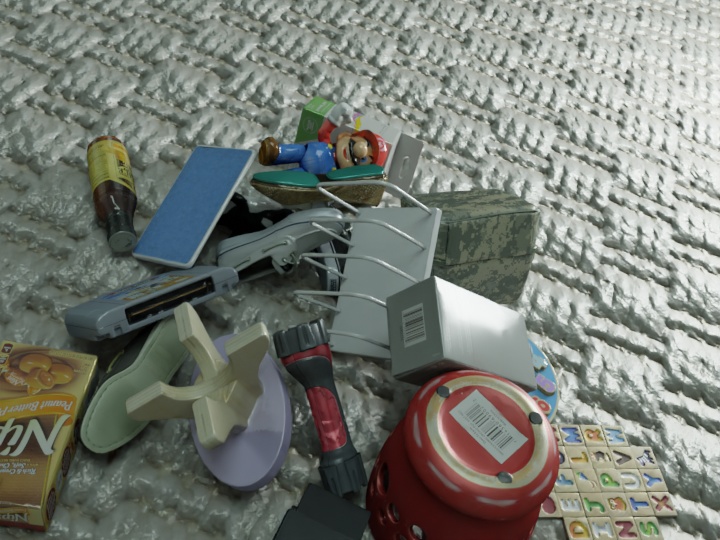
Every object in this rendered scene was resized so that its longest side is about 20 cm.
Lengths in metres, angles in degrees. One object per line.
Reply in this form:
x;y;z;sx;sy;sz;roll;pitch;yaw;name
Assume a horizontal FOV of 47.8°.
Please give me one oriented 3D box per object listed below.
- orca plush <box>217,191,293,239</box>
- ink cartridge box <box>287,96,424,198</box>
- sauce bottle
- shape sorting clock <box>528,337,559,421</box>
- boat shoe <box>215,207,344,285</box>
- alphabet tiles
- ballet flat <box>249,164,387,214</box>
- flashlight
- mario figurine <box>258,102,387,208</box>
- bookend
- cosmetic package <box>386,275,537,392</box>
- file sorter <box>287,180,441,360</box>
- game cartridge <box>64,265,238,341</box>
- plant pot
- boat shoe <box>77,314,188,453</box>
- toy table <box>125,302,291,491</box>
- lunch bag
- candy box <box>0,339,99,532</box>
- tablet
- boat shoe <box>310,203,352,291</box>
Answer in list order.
-0.195;-0.074;1.196;0.196;0.105;0.073;15;81;9;orca plush
-0.008;-0.185;1.314;0.196;0.119;0.068;22;31;6;ink cartridge box
-0.360;-0.112;1.189;0.065;0.067;0.202;-7;52;-21;sauce bottle
0.182;0.142;1.117;0.195;0.040;0.203;8;45;-8;shape sorting clock
-0.110;-0.025;1.142;0.196;0.074;0.068;-19;61;17;boat shoe
0.306;0.273;1.052;0.195;0.006;0.169;3;47;-13;alphabet tiles
-0.056;-0.106;1.136;0.195;0.067;0.071;-4;27;-11;ballet flat
-0.046;0.161;0.947;0.066;0.068;0.204;-14;85;-21;flashlight
-0.045;-0.170;1.195;0.196;0.126;0.106;-14;39;-25;mario figurine
-0.055;0.287;0.798;0.090;0.202;0.200;22;46;7;bookend
0.127;0.091;1.000;0.198;0.089;0.109;26;50;-43;cosmetic package
0.000;0.000;1.043;0.137;0.124;0.205;3;76;39;file sorter
-0.269;0.037;1.037;0.198;0.042;0.132;-23;19;-37;game cartridge
0.114;0.231;0.916;0.195;0.185;0.203;6;47;-7;plant pot
-0.275;0.137;0.980;0.072;0.060;0.203;52;46;-22;boat shoe
-0.161;0.139;0.930;0.183;0.117;0.201;-38;51;0;toy table
0.147;-0.020;1.174;0.196;0.172;0.139;-8;21;-25;lunch bag
-0.377;0.180;0.909;0.113;0.056;0.203;10;45;-5;candy box
-0.236;-0.095;1.156;0.128;0.014;0.203;9;63;36;tablet
-0.041;-0.055;1.216;0.066;0.074;0.202;-6;49;-16;boat shoe
